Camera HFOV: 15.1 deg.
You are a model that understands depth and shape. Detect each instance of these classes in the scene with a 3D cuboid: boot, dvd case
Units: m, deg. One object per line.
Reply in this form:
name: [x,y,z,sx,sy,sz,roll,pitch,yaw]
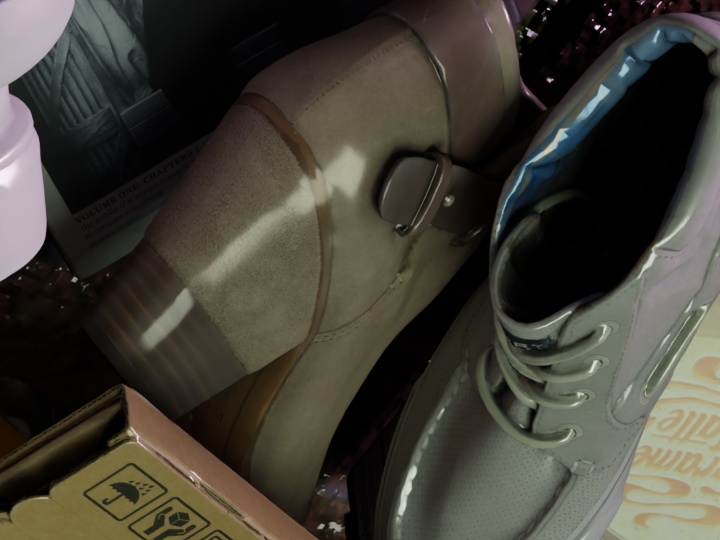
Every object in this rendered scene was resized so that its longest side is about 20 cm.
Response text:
boot: [0.000,0.000,0.775,0.146,0.070,0.200,-40,161,-6]
boot: [0.050,0.014,0.741,0.201,0.073,0.095,-61,158,12]
dvd case: [-0.051,-0.104,0.708,0.150,0.025,0.201,-30,135,-4]

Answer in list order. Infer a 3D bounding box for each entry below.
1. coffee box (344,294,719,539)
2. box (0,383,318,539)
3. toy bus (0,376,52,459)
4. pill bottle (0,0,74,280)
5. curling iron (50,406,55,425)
coffee box: [0.098,0.037,0.841,0.114,0.080,0.200,33,107,-15]
box: [-0.068,0.126,0.752,0.163,0.021,0.200,-32,134,16]
toy bus: [-0.140,0.052,0.731,0.078,0.065,0.200,-32,130,18]
pill bottle: [-0.120,-0.096,0.582,0.110,0.111,0.202,-14,114,-19]
curling iron: [-0.095,0.109,0.851,0.049,0.026,0.201,-18,133,-1]
